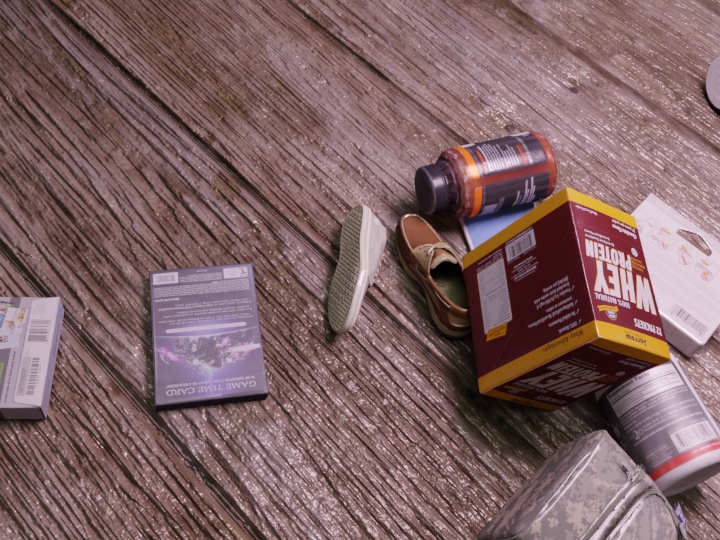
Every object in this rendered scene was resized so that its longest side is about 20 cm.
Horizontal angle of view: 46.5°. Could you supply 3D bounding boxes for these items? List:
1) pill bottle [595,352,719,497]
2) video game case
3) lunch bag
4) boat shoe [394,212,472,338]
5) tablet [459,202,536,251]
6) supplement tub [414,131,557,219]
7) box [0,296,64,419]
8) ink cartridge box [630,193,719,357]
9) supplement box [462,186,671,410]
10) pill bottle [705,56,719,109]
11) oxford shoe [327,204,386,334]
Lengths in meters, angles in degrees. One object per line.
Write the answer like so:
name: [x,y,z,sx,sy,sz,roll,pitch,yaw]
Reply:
pill bottle: [0.371,0.174,1.067,0.115,0.116,0.201,-14,59,-17]
video game case: [-0.203,0.082,1.107,0.141,0.019,0.202,-5,58,-11]
lunch bag: [0.260,0.307,0.957,0.200,0.139,0.168,-39,85,-28]
boat shoe: [0.112,-0.004,1.175,0.075,0.074,0.201,-17,60,-19]
tablet: [0.220,-0.052,1.260,0.129,0.014,0.202,-8,59,-13]
supplement tub: [0.183,-0.138,1.239,0.198,0.107,0.108,-14,59,-18]
box: [-0.482,0.106,1.038,0.198,0.041,0.157,1,56,-8]
ink cartridge box: [0.455,0.003,1.237,0.200,0.045,0.176,41,61,18]
supplement box: [0.251,0.043,1.059,0.132,0.197,0.202,17,55,-32]
pill bottle: [0.716,-0.339,1.465,0.198,0.110,0.110,-10,58,-14]
oxford shoe: [0.000,0.000,1.166,0.058,0.075,0.202,32,51,-30]
